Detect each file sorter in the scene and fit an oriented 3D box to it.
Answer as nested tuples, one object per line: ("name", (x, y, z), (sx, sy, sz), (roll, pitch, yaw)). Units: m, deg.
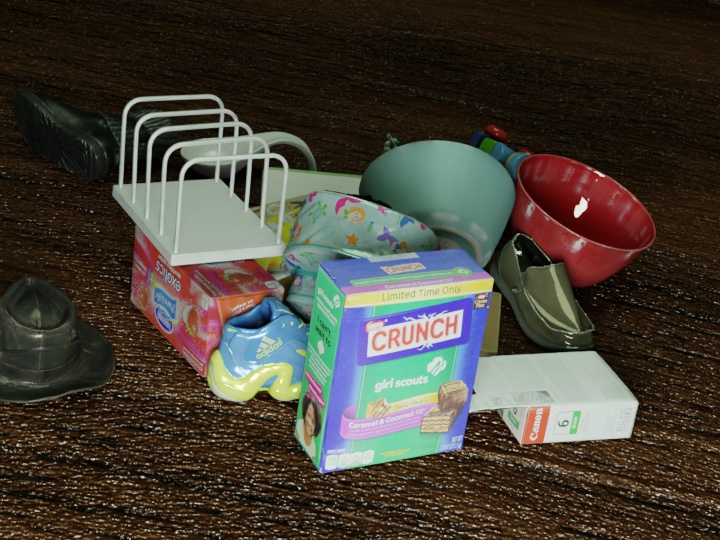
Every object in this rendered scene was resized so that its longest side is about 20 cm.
("file sorter", (-0.181, -0.107, 1.653), (0.138, 0.125, 0.200), (-6, 28, -28))

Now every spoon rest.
("spoon rest", (-0.160, -0.168, 2.095), (0.198, 0.061, 0.099), (1, 26, -18))

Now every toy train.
("toy train", (0.242, -0.117, 2.023), (0.199, 0.085, 0.116), (31, -1, -34))

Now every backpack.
("backpack", (0.000, 0.000, 1.605), (0.176, 0.200, 0.151), (18, 68, 9))

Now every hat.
("hat", (-0.349, 0.058, 1.538), (0.199, 0.082, 0.201), (6, 25, -3))

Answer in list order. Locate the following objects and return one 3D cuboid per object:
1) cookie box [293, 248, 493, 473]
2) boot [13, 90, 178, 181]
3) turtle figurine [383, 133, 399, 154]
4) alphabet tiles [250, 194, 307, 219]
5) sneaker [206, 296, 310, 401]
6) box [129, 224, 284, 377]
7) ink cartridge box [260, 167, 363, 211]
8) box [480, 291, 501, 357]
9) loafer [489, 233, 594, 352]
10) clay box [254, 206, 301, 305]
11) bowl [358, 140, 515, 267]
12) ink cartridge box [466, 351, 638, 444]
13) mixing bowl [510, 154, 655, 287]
("cookie box", (0.031, 0.088, 1.455), (0.170, 0.201, 0.075), (-6, 28, -27))
("boot", (-0.377, -0.205, 2.074), (0.211, 0.080, 0.157), (36, 42, 26))
("turtle figurine", (0.072, -0.115, 2.011), (0.199, 0.101, 0.150), (5, 38, -49))
("alphabet tiles", (-0.078, -0.030, 1.821), (0.166, 0.008, 0.200), (-14, 40, -16))
("sneaker", (-0.063, 0.083, 1.548), (0.199, 0.106, 0.076), (-4, 28, -25))
("box", (-0.176, 0.026, 1.636), (0.095, 0.100, 0.200), (-8, 30, -32))
("ink cartridge box", (-0.062, -0.058, 1.914), (0.144, 0.048, 0.201), (6, 40, -5))
("box", (0.069, 0.052, 1.750), (0.198, 0.021, 0.164), (10, 25, 3))
("loafer", (0.222, 0.026, 1.781), (0.075, 0.070, 0.200), (-7, 39, -29))
("clay box", (-0.079, -0.019, 1.763), (0.199, 0.048, 0.115), (-22, 43, -23))
("bowl", (0.093, -0.056, 1.823), (0.199, 0.201, 0.106), (7, 52, -3))
("ink cartridge box", (0.187, 0.138, 1.578), (0.198, 0.051, 0.109), (-2, 28, -19))
("mixing bowl", (0.271, -0.050, 1.901), (0.199, 0.109, 0.201), (19, 32, -13))
